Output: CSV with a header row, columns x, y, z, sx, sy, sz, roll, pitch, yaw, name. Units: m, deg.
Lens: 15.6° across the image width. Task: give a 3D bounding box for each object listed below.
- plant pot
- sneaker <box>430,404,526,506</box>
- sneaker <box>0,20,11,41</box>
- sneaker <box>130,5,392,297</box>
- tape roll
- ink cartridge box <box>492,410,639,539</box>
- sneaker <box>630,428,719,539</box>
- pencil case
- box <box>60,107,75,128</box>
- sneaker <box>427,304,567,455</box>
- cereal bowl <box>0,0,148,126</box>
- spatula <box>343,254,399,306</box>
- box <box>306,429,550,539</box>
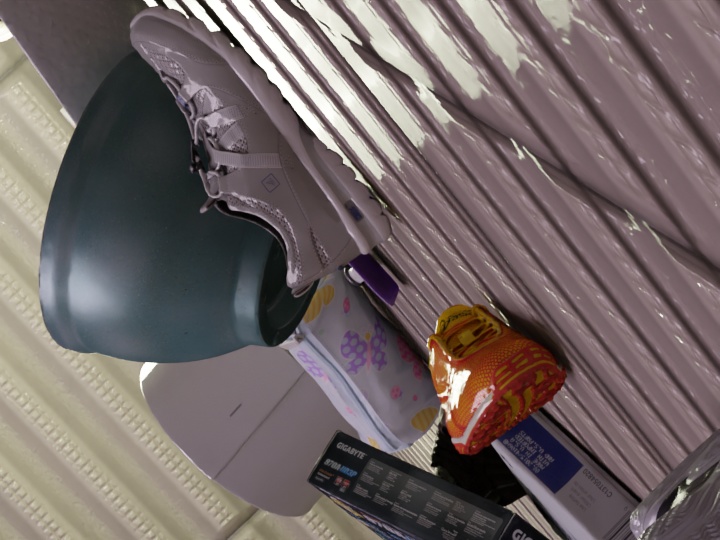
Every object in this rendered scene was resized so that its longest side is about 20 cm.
x,y,z,sx,sy,sz,roll,pitch,yaw,name
-0.096,-0.027,1.658,0.133,0.201,0.200,17,166,16,plant pot
0.084,0.125,1.817,0.070,0.075,0.200,45,175,26,sneaker
-0.447,-0.334,2.919,0.200,0.082,0.088,40,176,-17,sneaker
-0.073,-0.073,1.550,0.200,0.082,0.075,47,176,9,sneaker
-0.080,0.103,2.366,0.202,0.139,0.203,37,-162,-14,tape roll
0.180,0.192,1.700,0.200,0.041,0.200,43,174,44,ink cartridge box
0.169,0.123,1.038,0.114,0.075,0.200,47,-179,1,sneaker
-0.011,0.061,2.109,0.200,0.083,0.091,50,-163,-40,pencil case
-0.317,-0.157,3.412,0.200,0.039,0.041,45,176,33,box
0.064,0.056,1.460,0.077,0.073,0.200,57,173,3,sneaker
-0.189,-0.172,1.724,0.201,0.083,0.200,54,178,3,cereal bowl
0.000,0.000,1.876,0.057,0.021,0.200,46,176,-3,spatula
0.077,0.191,1.810,0.159,0.046,0.199,40,168,-38,box
